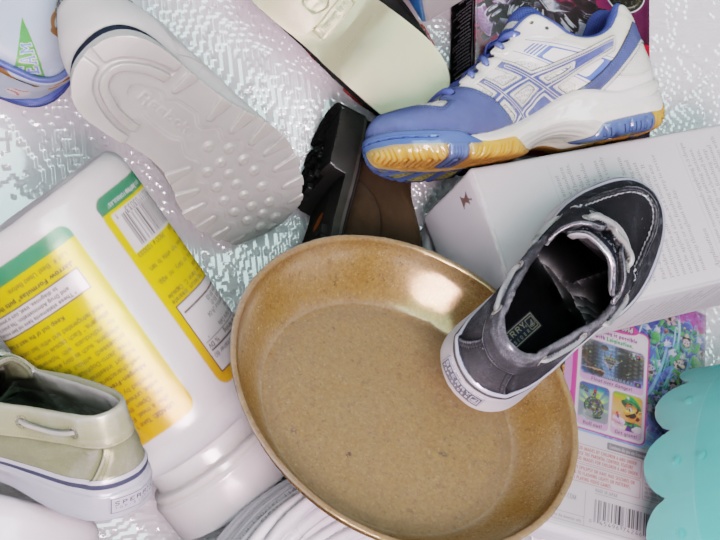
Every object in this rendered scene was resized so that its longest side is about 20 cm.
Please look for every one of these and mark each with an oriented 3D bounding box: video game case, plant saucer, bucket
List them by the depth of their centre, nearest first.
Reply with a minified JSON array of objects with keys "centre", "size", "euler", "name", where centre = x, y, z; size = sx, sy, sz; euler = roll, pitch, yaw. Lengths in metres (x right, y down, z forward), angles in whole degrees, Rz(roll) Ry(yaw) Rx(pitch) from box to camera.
[{"centre":[0.020,0.070,0.903],"size":[0.199,0.036,0.201],"euler":[15,46,-16],"name":"plant saucer"},{"centre":[0.278,0.140,1.008],"size":[0.206,0.134,0.209],"euler":[19,62,-42],"name":"bucket"},{"centre":[0.119,0.076,1.040],"size":[0.198,0.024,0.183],"euler":[17,59,-14],"name":"video game case"}]

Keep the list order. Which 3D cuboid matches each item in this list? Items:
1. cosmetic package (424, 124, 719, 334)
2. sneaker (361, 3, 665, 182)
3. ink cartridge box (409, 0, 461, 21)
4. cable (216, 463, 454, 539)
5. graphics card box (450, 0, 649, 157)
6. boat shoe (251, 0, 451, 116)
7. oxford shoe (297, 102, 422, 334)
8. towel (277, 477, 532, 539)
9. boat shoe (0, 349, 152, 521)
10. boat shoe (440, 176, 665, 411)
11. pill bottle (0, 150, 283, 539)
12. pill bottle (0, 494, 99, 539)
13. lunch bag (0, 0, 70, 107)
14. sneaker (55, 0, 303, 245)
[{"centre":[0.151,-0.018,1.043],"size":[0.198,0.071,0.102],"euler":[-11,73,-27],"name":"cosmetic package"},{"centre":[0.084,-0.108,1.011],"size":[0.199,0.075,0.089],"euler":[-13,89,-26],"name":"sneaker"},{"centre":[0.036,-0.271,1.037],"size":[0.116,0.067,0.201],"euler":[-31,79,0],"name":"ink cartridge box"},{"centre":[0.001,0.203,0.924],"size":[0.200,0.069,0.200],"euler":[47,73,-19],"name":"cable"},{"centre":[0.122,-0.175,1.092],"size":[0.124,0.051,0.202],"euler":[5,79,-16],"name":"graphics card box"},{"centre":[-0.023,-0.170,1.043],"size":[0.074,0.063,0.202],"euler":[-42,95,2],"name":"boat shoe"},{"centre":[0.000,0.000,1.003],"size":[0.084,0.073,0.201],"euler":[22,63,-18],"name":"oxford shoe"},{"centre":[0.026,0.210,1.006],"size":[0.170,0.048,0.202],"euler":[-3,83,-17],"name":"towel"},{"centre":[-0.187,0.072,0.896],"size":[0.072,0.199,0.063],"euler":[-30,126,-50],"name":"boat shoe"},{"centre":[0.120,-0.001,0.932],"size":[0.072,0.068,0.200],"euler":[49,50,5],"name":"boat shoe"},{"centre":[-0.124,0.045,0.947],"size":[0.113,0.113,0.201],"euler":[-39,100,-18],"name":"pill bottle"},{"centre":[-0.211,0.219,0.899],"size":[0.110,0.111,0.202],"euler":[15,78,-14],"name":"pill bottle"},{"centre":[-0.207,-0.209,0.984],"size":[0.159,0.076,0.202],"euler":[22,77,-10],"name":"lunch bag"},{"centre":[-0.100,-0.091,0.971],"size":[0.076,0.081,0.200],"euler":[-36,137,4],"name":"sneaker"}]
